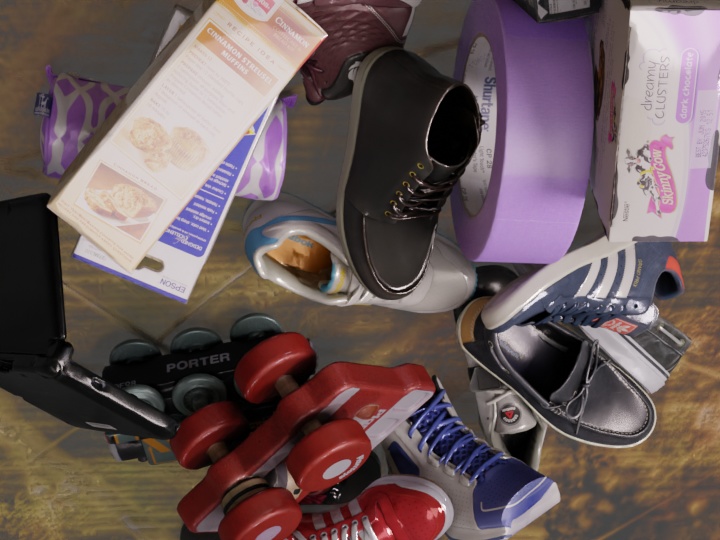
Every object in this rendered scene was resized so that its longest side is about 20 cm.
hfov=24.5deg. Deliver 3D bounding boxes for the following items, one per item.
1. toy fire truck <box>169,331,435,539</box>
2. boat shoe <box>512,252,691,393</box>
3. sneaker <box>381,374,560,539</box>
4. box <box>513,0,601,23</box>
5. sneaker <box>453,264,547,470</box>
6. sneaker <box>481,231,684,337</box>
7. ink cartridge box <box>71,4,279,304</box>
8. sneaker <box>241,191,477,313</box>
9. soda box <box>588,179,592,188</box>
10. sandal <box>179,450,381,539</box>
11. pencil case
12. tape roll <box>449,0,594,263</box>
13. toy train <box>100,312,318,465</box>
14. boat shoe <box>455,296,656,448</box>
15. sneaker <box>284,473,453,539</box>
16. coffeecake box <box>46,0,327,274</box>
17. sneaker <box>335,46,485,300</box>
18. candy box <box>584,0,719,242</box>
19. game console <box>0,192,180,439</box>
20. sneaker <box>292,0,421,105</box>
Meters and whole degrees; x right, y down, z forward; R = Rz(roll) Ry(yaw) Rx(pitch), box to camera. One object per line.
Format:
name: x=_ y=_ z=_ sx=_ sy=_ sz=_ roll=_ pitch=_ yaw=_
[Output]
toy fire truck: x=-0.046 y=0.144 z=1.337 sx=0.200 sy=0.112 sz=0.168 roll=-45 pitch=151 yaw=20
boat shoe: x=0.204 y=0.022 z=1.405 sx=0.200 sy=0.072 sz=0.071 roll=41 pitch=88 yaw=-30
sneaker: x=0.069 y=0.155 z=1.400 sx=0.080 sy=0.199 sz=0.116 roll=-32 pitch=111 yaw=-26
box: x=0.114 y=-0.288 z=1.147 sx=0.051 sy=0.158 sz=0.201 roll=-11 pitch=114 yaw=-7
sneaker: x=0.129 y=0.092 z=1.416 sx=0.074 sy=0.089 sz=0.201 roll=-14 pitch=119 yaw=2
sneaker: x=0.184 y=0.022 z=1.305 sx=0.199 sy=0.075 sz=0.085 roll=-25 pitch=88 yaw=-33
ink cartridge box: x=-0.132 y=-0.085 z=1.220 sx=0.094 sy=0.037 sz=0.201 roll=23 pitch=97 yaw=-12
sneaker: x=0.000 y=0.000 z=1.346 sx=0.199 sy=0.081 sz=0.077 roll=13 pitch=117 yaw=-12
soda box: x=0.218 y=-0.145 z=1.303 sx=0.064 sy=0.068 sz=0.201 roll=-6 pitch=120 yaw=-3
sandal: x=-0.068 y=0.221 z=1.486 sx=0.199 sy=0.045 sz=0.075 roll=-26 pitch=118 yaw=7
pencil case: x=-0.151 y=-0.104 z=1.276 sx=0.199 sy=0.086 sz=0.084 roll=7 pitch=158 yaw=-12
tape roll: x=0.116 y=-0.106 z=1.236 sx=0.065 sy=0.200 sz=0.201 roll=3 pitch=119 yaw=-9
toy train: x=-0.129 y=0.109 z=1.398 sx=0.199 sy=0.085 sz=0.114 roll=-12 pitch=130 yaw=-1
boat shoe: x=0.168 y=0.087 z=1.369 sx=0.200 sy=0.062 sz=0.075 roll=34 pitch=76 yaw=-18
sneaker: x=-0.023 y=0.230 z=1.369 sx=0.199 sy=0.112 sz=0.072 roll=-20 pitch=98 yaw=35
coffeecake box: x=-0.116 y=-0.110 z=1.120 sx=0.073 sy=0.154 sz=0.200 roll=39 pitch=96 yaw=-12
sneaker: x=0.037 y=-0.058 z=1.240 sx=0.074 sy=0.106 sz=0.201 roll=-13 pitch=116 yaw=-26
candy box: x=0.198 y=-0.138 z=1.151 sx=0.071 sy=0.200 sz=0.169 roll=1 pitch=120 yaw=-1
game console: x=-0.226 y=0.039 z=1.270 sx=0.176 sy=0.200 sz=0.117 roll=33 pitch=73 yaw=-26
sneaker: x=-0.055 y=-0.179 z=1.247 sx=0.199 sy=0.076 sz=0.116 roll=4 pitch=122 yaw=-10
